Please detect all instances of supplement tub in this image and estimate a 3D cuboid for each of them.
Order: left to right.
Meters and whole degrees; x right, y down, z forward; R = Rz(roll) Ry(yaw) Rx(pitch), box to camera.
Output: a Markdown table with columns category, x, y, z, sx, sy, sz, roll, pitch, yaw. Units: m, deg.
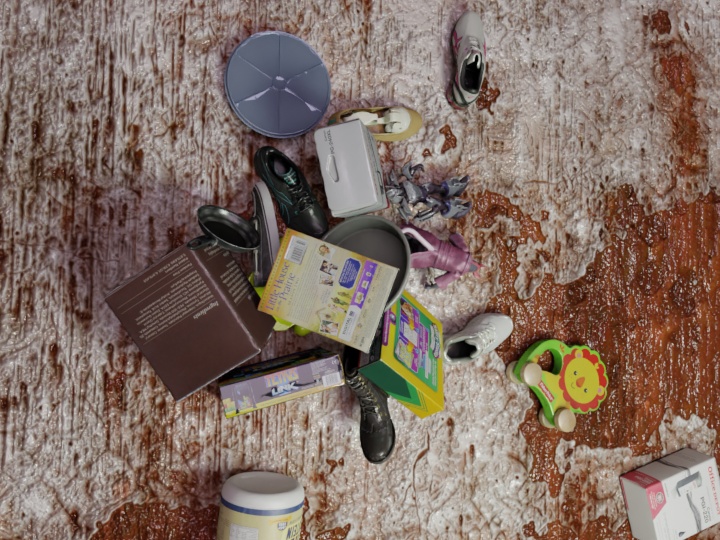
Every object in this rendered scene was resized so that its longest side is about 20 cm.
| category | x | y | z | sx | sy | sz | roll | pitch | yaw |
| --- | --- | --- | --- | --- | --- | --- | --- | --- | --- |
| supplement tub | -0.176 | 0.465 | 0.988 | 0.143 | 0.144 | 0.201 | 7 | 87 | -16 |

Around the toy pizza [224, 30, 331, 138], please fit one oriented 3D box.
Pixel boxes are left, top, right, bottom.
| category | x | y | z | sx | sy | sz | roll | pitch | yaw |
| --- | --- | --- | --- | --- | --- | --- | --- | --- | --- |
| toy pizza | -0.153 | -0.345 | 1.076 | 0.199 | 0.032 | 0.202 | 1 | 87 | -17 |

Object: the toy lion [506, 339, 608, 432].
| category | x | y | z | sx | sy | sz | roll | pitch | yaw |
| --- | --- | --- | --- | --- | --- | --- | --- | --- | --- |
| toy lion | 0.433 | 0.226 | 1.223 | 0.192 | 0.069 | 0.200 | -41 | 99 | -21 |

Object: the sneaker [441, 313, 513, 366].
| category | x | y | z | sx | sy | sz | roll | pitch | yaw |
| --- | --- | --- | --- | --- | --- | --- | --- | --- | --- |
| sneaker | 0.229 | 0.144 | 1.139 | 0.199 | 0.099 | 0.078 | -24 | 95 | -16 |

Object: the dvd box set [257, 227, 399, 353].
| category | x | y | z | sx | sy | sz | roll | pitch | yaw |
| --- | --- | --- | --- | --- | --- | --- | --- | --- | --- |
| dvd box set | -0.053 | 0.032 | 0.946 | 0.199 | 0.029 | 0.147 | 19 | 89 | 9 |

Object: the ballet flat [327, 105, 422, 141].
| category | x | y | z | sx | sy | sz | roll | pitch | yaw |
| --- | --- | --- | --- | --- | --- | --- | --- | --- | --- |
| ballet flat | 0.038 | -0.285 | 1.114 | 0.199 | 0.063 | 0.069 | -10 | 90 | -17 |

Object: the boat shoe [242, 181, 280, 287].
| category | x | y | z | sx | sy | sz | roll | pitch | yaw |
| --- | --- | --- | --- | --- | --- | --- | --- | --- | --- |
| boat shoe | -0.179 | -0.067 | 1.020 | 0.063 | 0.071 | 0.201 | -9 | 68 | -11 |

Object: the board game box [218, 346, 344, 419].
| category | x | y | z | sx | sy | sz | roll | pitch | yaw |
| --- | --- | --- | --- | --- | --- | --- | --- | --- | --- |
| board game box | -0.143 | 0.186 | 0.994 | 0.199 | 0.165 | 0.057 | -13 | 92 | -16 |

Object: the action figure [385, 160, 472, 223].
| category | x | y | z | sx | sy | sz | roll | pitch | yaw |
| --- | --- | --- | --- | --- | --- | --- | --- | --- | --- |
| action figure | 0.127 | -0.148 | 1.112 | 0.199 | 0.069 | 0.131 | -2 | 71 | -35 |

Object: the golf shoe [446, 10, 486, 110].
| category | x | y | z | sx | sy | sz | roll | pitch | yaw |
| --- | --- | --- | --- | --- | --- | --- | --- | --- | --- |
| golf shoe | 0.226 | -0.431 | 1.160 | 0.072 | 0.092 | 0.202 | 5 | 86 | -15 |

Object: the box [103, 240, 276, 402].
| category | x | y | z | sx | sy | sz | roll | pitch | yaw |
| --- | --- | --- | --- | --- | --- | --- | --- | --- | --- |
| box | -0.267 | 0.066 | 0.941 | 0.164 | 0.166 | 0.201 | -31 | 98 | 5 |

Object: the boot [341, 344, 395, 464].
| category | x | y | z | sx | sy | sz | roll | pitch | yaw |
| --- | --- | --- | --- | --- | --- | --- | --- | --- | --- |
| boot | 0.005 | 0.221 | 1.016 | 0.069 | 0.174 | 0.201 | -12 | 53 | 13 |

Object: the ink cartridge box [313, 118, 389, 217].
| category | x | y | z | sx | sy | sz | roll | pitch | yaw |
| --- | --- | --- | --- | --- | --- | --- | --- | --- | --- |
| ink cartridge box | -0.010 | -0.173 | 1.020 | 0.083 | 0.200 | 0.146 | -12 | 93 | 9 |

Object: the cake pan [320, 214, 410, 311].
| category | x | y | z | sx | sy | sz | roll | pitch | yaw |
| --- | --- | --- | --- | --- | --- | --- | --- | --- | --- |
| cake pan | 0.000 | 0.000 | 1.013 | 0.201 | 0.199 | 0.037 | -63 | 148 | -9 |

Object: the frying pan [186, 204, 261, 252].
| category | x | y | z | sx | sy | sz | roll | pitch | yaw |
| --- | --- | --- | --- | --- | --- | --- | --- | --- | --- |
| frying pan | -0.213 | -0.048 | 0.913 | 0.114 | 0.190 | 0.031 | 27 | 114 | -21 |

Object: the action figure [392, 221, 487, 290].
| category | x | y | z | sx | sy | sz | roll | pitch | yaw |
| --- | --- | --- | --- | --- | --- | --- | --- | --- | --- |
| action figure | 0.153 | -0.038 | 1.105 | 0.199 | 0.149 | 0.135 | 17 | 78 | -1 |

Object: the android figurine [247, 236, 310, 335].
| category | x | y | z | sx | sy | sz | roll | pitch | yaw |
| --- | --- | --- | --- | --- | --- | --- | --- | --- | --- |
| android figurine | -0.129 | 0.033 | 1.068 | 0.199 | 0.041 | 0.183 | -31 | 97 | -15 |

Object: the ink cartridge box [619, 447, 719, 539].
| category | x | y | z | sx | sy | sz | roll | pitch | yaw |
| --- | --- | --- | --- | --- | --- | --- | --- | --- | --- |
| ink cartridge box | 0.695 | 0.502 | 1.276 | 0.199 | 0.085 | 0.147 | -15 | 93 | -18 |

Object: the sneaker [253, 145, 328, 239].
| category | x | y | z | sx | sy | sz | roll | pitch | yaw |
| --- | --- | --- | --- | --- | --- | --- | --- | --- | --- |
| sneaker | -0.126 | -0.141 | 1.055 | 0.075 | 0.079 | 0.200 | -40 | 101 | -14 |

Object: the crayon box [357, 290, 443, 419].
| category | x | y | z | sx | sy | sz | roll | pitch | yaw |
| --- | --- | --- | --- | --- | --- | --- | --- | --- | --- |
| crayon box | 0.078 | 0.135 | 1.037 | 0.172 | 0.058 | 0.201 | 43 | 35 | -28 |
